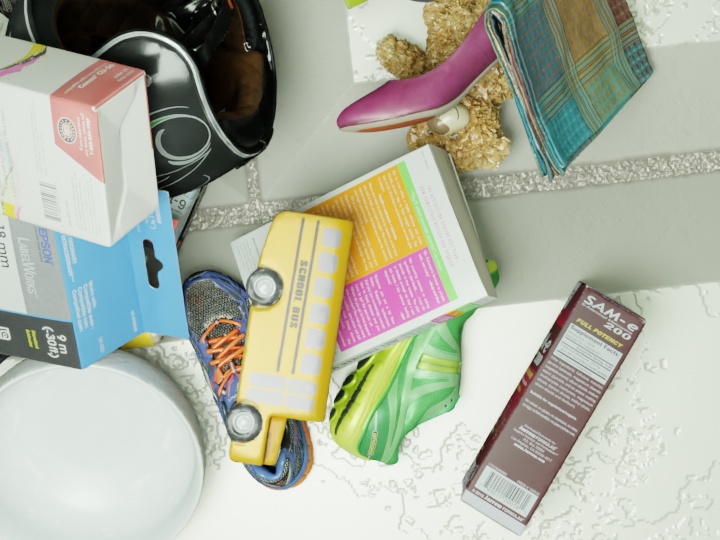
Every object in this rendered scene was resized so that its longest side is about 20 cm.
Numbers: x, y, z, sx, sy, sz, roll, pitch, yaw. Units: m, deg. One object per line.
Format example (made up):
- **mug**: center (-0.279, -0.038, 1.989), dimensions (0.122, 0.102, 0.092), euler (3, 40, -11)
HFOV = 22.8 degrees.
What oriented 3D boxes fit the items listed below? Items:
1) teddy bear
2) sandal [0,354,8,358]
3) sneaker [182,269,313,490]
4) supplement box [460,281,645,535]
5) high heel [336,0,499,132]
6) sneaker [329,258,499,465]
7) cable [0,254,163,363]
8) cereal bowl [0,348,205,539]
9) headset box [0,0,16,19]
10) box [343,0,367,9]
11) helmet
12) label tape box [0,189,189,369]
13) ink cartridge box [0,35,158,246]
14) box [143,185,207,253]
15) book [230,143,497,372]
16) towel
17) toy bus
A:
- **teddy bear**: center (0.088, -0.183, 1.478), dimensions (0.144, 0.067, 0.201), euler (28, 93, 5)
- **sandal**: center (-0.277, 0.007, 1.493), dimensions (0.199, 0.043, 0.077), euler (-35, 68, 19)
- **sneaker**: center (-0.094, 0.092, 1.493), dimensions (0.075, 0.078, 0.201), euler (-27, 90, 4)
- **supplement box**: center (0.156, 0.110, 1.462), dimensions (0.061, 0.109, 0.201), euler (31, 93, 3)
- **high heel**: center (0.065, -0.175, 1.419), dimensions (0.198, 0.067, 0.097), euler (-18, 90, -11)
- **sneaker**: center (0.053, 0.074, 1.496), dimensions (0.083, 0.074, 0.201), euler (36, 91, -23)
- **cable**: center (-0.251, 0.045, 1.508), dimensions (0.199, 0.050, 0.098), euler (-24, 91, 9)
- **cereal bowl**: center (-0.226, 0.145, 1.486), dimensions (0.198, 0.083, 0.202), euler (0, 116, 0)
- **headset box**: center (-0.301, -0.312, 1.477), dimensions (0.199, 0.075, 0.149), euler (37, 79, 4)
- **box**: center (0.034, -0.303, 1.467), dimensions (0.199, 0.048, 0.123), euler (-24, 67, 5)
- **helmet**: center (-0.179, -0.153, 1.396), dimensions (0.189, 0.200, 0.202), euler (-6, 92, 22)
- **label tape box**: center (-0.243, -0.002, 1.389), dimensions (0.198, 0.063, 0.145), euler (10, 128, 19)
- **ink cartridge box**: center (-0.250, -0.104, 1.305), dimensions (0.199, 0.068, 0.117), euler (16, 128, 24)
- **box**: center (-0.219, -0.114, 1.513), dimensions (0.199, 0.040, 0.138), euler (24, 93, 2)
- **book**: center (0.000, 0.000, 1.462), dimensions (0.199, 0.048, 0.135), euler (-24, 75, 21)
- **towel**: center (0.168, -0.179, 1.406), dimensions (0.022, 0.200, 0.148), euler (-9, 113, 38)
- **toy bus**: center (-0.058, 0.054, 1.421), dimensions (0.078, 0.065, 0.202), euler (9, 91, -1)
